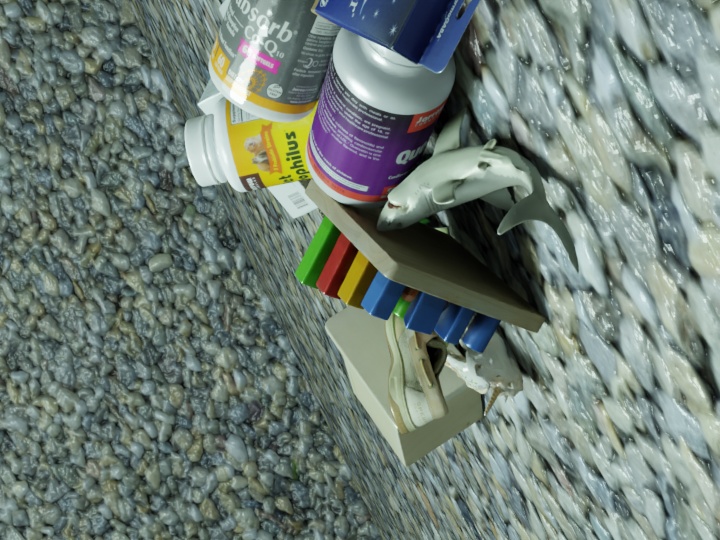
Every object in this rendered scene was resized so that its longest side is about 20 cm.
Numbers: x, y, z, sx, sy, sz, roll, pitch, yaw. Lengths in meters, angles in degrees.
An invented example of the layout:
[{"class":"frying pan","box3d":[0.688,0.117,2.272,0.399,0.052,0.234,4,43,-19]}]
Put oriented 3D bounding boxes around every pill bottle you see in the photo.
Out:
[{"class":"pill bottle","box3d":[-0.060,-0.250,0.889,0.117,0.115,0.202,55,132,33]},{"class":"pill bottle","box3d":[-0.095,-0.154,1.099,0.109,0.196,0.112,-11,-90,-83]},{"class":"pill bottle","box3d":[0.019,-0.155,0.876,0.114,0.111,0.201,58,152,21]}]

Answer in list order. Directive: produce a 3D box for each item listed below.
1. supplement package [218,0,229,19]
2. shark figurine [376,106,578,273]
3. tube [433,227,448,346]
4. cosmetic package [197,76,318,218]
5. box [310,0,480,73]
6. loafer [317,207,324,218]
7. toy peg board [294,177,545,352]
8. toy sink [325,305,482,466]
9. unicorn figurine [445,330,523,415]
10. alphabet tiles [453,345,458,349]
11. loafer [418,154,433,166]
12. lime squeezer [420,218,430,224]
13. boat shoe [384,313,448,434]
[{"class":"supplement package","box3d":[-0.078,-0.281,1.086,0.116,0.108,0.200,65,168,-11]},{"class":"shark figurine","box3d":[0.119,-0.067,0.838,0.089,0.130,0.213,41,163,-33]},{"class":"tube","box3d":[0.074,0.023,1.160,0.052,0.057,0.202,42,155,38]},{"class":"cosmetic package","box3d":[-0.111,-0.192,1.240,0.201,0.051,0.152,50,-143,-31]},{"class":"box","box3d":[0.034,-0.229,0.724,0.032,0.123,0.200,22,-168,-33]},{"class":"loafer","box3d":[0.025,-0.035,1.245,0.201,0.067,0.076,53,165,-30]},{"class":"toy peg board","box3d":[0.044,0.018,0.964,0.197,0.099,0.199,19,-164,-34]},{"class":"toy sink","box3d":[0.057,0.137,1.303,0.201,0.129,0.113,50,164,37]},{"class":"unicorn figurine","box3d":[0.133,0.095,1.096,0.138,0.073,0.200,53,180,17]},{"class":"alphabet tiles","box3d":[0.085,0.027,1.278,0.169,0.007,0.201,58,167,27]},{"class":"loafer","box3d":[0.036,-0.089,1.078,0.200,0.061,0.074,143,124,-75]},{"class":"lime squeezer","box3d":[0.069,-0.011,1.202,0.070,0.038,0.202,20,146,24]},{"class":"boat shoe","box3d":[0.067,0.094,1.064,0.202,0.064,0.073,-87,-25,-55]}]
